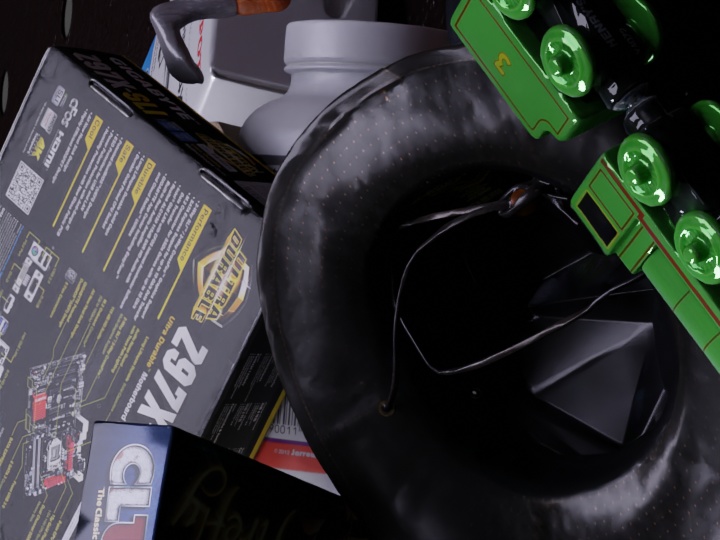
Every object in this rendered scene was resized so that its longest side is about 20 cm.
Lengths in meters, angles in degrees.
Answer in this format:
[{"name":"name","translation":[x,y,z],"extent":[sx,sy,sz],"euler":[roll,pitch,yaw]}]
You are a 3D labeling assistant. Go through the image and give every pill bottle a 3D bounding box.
[{"name":"pill bottle","translation":[0.000,0.000,0.935],"extent":[0.112,0.111,0.202],"euler":[-174,89,-71]}]

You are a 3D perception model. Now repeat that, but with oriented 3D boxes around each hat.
[{"name":"hat","translation":[0.064,0.017,0.765],"extent":[0.081,0.199,0.203],"euler":[-25,-53,-64]}]

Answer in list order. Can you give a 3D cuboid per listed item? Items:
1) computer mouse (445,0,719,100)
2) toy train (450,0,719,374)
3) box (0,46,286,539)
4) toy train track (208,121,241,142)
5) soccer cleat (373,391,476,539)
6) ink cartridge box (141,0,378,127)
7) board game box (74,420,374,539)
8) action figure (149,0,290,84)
[{"name":"computer mouse","translation":[0.077,-0.097,0.727],"extent":[0.200,0.137,0.053],"euler":[112,169,-64]},{"name":"toy train","translation":[0.094,-0.019,0.663],"extent":[0.201,0.042,0.056],"euler":[56,149,15]},{"name":"box","translation":[-0.106,0.033,0.913],"extent":[0.159,0.049,0.201],"euler":[37,109,31]},{"name":"toy train track","translation":[-0.052,0.035,0.985],"extent":[0.114,0.032,0.202],"euler":[7,-98,-65]},{"name":"soccer cleat","translation":[0.049,0.111,0.815],"extent":[0.069,0.084,0.201],"euler":[113,153,-43]},{"name":"ink cartridge box","translation":[-0.059,-0.093,1.135],"extent":[0.200,0.084,0.147],"euler":[120,157,-53]},{"name":"board game box","translation":[-0.038,0.143,0.801],"extent":[0.034,0.200,0.137],"euler":[1,74,29]},{"name":"action figure","translation":[-0.013,-0.192,0.922],"extent":[0.194,0.104,0.201],"euler":[-50,-17,-32]}]
